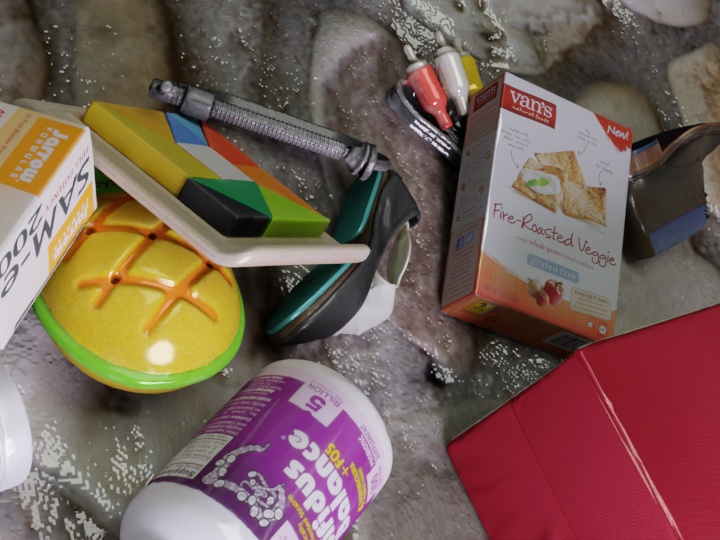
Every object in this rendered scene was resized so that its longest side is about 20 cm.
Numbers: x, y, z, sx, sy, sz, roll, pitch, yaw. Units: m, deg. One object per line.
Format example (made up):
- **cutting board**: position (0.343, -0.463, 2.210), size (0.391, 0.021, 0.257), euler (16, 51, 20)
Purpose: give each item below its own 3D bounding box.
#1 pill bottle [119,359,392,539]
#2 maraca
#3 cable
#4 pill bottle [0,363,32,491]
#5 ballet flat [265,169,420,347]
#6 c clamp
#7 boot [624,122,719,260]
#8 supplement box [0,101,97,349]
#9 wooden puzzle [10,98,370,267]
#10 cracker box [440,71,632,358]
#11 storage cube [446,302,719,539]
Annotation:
- **pill bottle**: position (-0.073, 0.151, 0.836), size (0.112, 0.112, 0.200), euler (45, 47, -1)
- **maraca**: position (-0.153, -0.003, 0.890), size (0.137, 0.107, 0.200), euler (-9, 52, -36)
- **cable**: position (0.092, -0.107, 1.154), size (0.097, 0.050, 0.200), euler (-18, 72, -42)
- **pill bottle**: position (-0.280, 0.106, 0.726), size (0.200, 0.112, 0.113), euler (-15, 70, -39)
- **ballet flat**: position (0.000, 0.000, 1.017), size (0.068, 0.068, 0.200), euler (46, 46, -17)
- **c clamp**: position (-0.063, -0.102, 0.997), size (0.200, 0.171, 0.027), euler (17, 97, -19)
- **boot**: position (0.284, -0.077, 1.269), size (0.200, 0.075, 0.097), euler (-22, 97, -46)
- **supplement box**: position (-0.271, -0.047, 0.804), size (0.200, 0.074, 0.126), euler (16, 48, 8)
- **wooden puzzle**: position (-0.104, -0.062, 0.908), size (0.200, 0.037, 0.185), euler (33, 14, 19)
- **cracker box**: position (0.145, -0.044, 1.117), size (0.134, 0.058, 0.200), euler (20, 64, -23)
- **storage cube**: position (0.200, 0.150, 0.979), size (0.200, 0.171, 0.180), euler (-12, 68, -38)
